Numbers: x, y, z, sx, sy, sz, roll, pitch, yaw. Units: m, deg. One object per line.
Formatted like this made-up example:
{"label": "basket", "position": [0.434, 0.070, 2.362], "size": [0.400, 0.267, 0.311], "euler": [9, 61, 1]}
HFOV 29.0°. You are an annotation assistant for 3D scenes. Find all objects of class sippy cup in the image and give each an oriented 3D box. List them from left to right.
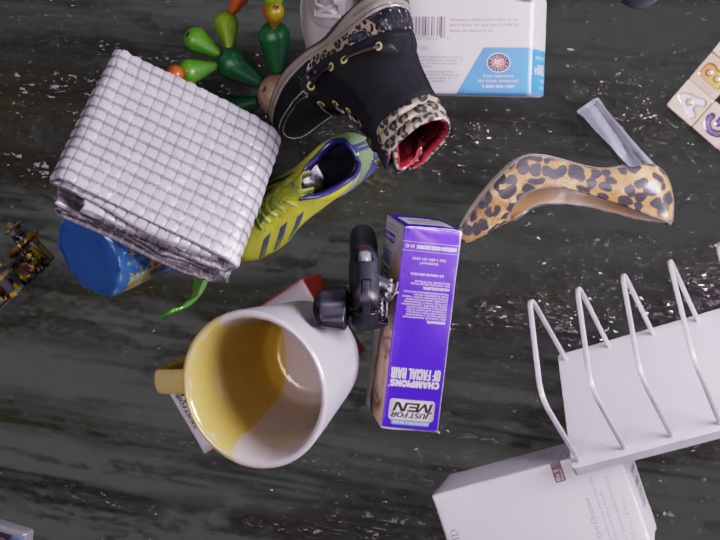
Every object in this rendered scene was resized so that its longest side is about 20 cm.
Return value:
{"label": "sippy cup", "position": [-0.239, -0.043, 1.449], "size": [0.177, 0.130, 0.140], "euler": [35, 136, 18]}

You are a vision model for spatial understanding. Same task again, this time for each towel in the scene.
{"label": "towel", "position": [-0.194, -0.097, 1.377], "size": [0.198, 0.086, 0.167], "euler": [24, 66, -13]}

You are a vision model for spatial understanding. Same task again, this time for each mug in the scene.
{"label": "mug", "position": [-0.088, 0.088, 1.362], "size": [0.186, 0.153, 0.150], "euler": [31, 110, 14]}

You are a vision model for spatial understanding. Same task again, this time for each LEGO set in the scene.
{"label": "LEGO set", "position": [-0.447, 0.006, 1.533], "size": [0.199, 0.154, 0.116], "euler": [-35, 102, 24]}

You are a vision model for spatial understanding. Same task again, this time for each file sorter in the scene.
{"label": "file sorter", "position": [0.270, 0.079, 1.301], "size": [0.198, 0.140, 0.125], "euler": [-17, 135, 18]}

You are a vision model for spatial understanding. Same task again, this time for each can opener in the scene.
{"label": "can opener", "position": [0.000, 0.000, 1.372], "size": [0.078, 0.200, 0.064], "euler": [12, 115, -1]}

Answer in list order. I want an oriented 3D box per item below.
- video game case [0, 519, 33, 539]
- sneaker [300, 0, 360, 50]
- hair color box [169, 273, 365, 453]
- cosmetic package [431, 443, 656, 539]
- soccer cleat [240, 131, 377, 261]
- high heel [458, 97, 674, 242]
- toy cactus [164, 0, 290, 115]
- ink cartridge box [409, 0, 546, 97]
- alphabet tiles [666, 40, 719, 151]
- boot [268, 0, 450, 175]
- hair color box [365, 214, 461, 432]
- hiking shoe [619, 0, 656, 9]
{"label": "video game case", "position": [-0.488, 0.368, 1.649], "size": [0.198, 0.023, 0.184], "euler": [13, 99, 17]}
{"label": "sneaker", "position": [-0.034, -0.304, 1.406], "size": [0.075, 0.092, 0.202], "euler": [7, 98, 17]}
{"label": "hair color box", "position": [-0.105, 0.099, 1.484], "size": [0.199, 0.061, 0.102], "euler": [-33, 86, 17]}
{"label": "cosmetic package", "position": [0.184, 0.242, 1.397], "size": [0.198, 0.081, 0.114], "euler": [-20, 91, 17]}
{"label": "soccer cleat", "position": [-0.069, -0.078, 1.443], "size": [0.199, 0.084, 0.065], "euler": [-36, 85, 17]}
{"label": "high heel", "position": [0.202, -0.055, 1.365], "size": [0.200, 0.071, 0.143], "euler": [-39, 77, 8]}
{"label": "toy cactus", "position": [-0.114, -0.206, 1.449], "size": [0.164, 0.102, 0.201], "euler": [35, 96, 1]}
{"label": "ink cartridge box", "position": [0.108, -0.273, 1.369], "size": [0.144, 0.084, 0.202], "euler": [4, 96, 18]}
{"label": "alphabet tiles", "position": [0.419, -0.182, 1.323], "size": [0.167, 0.008, 0.201], "euler": [42, 106, 10]}
{"label": "boot", "position": [-0.004, -0.150, 1.341], "size": [0.203, 0.073, 0.155], "euler": [-41, 59, 36]}
{"label": "hair color box", "position": [0.051, 0.051, 1.399], "size": [0.064, 0.109, 0.202], "euler": [4, 97, -9]}
{"label": "hiking shoe", "position": [0.250, -0.350, 1.317], "size": [0.074, 0.087, 0.202], "euler": [-6, 94, 17]}
